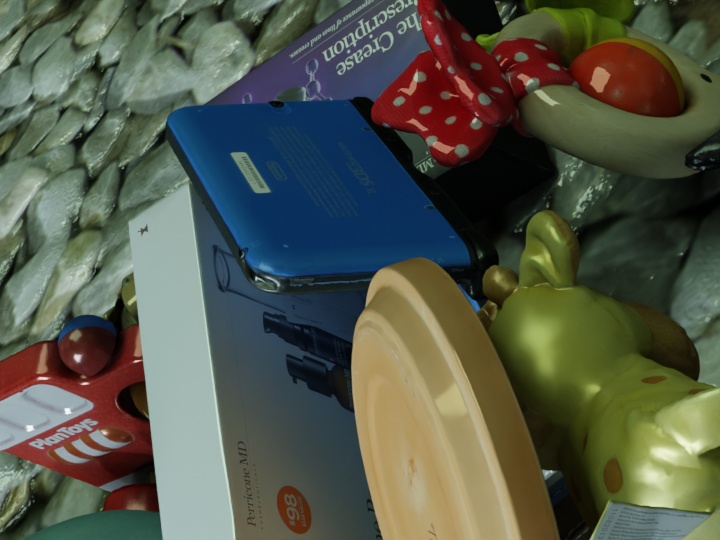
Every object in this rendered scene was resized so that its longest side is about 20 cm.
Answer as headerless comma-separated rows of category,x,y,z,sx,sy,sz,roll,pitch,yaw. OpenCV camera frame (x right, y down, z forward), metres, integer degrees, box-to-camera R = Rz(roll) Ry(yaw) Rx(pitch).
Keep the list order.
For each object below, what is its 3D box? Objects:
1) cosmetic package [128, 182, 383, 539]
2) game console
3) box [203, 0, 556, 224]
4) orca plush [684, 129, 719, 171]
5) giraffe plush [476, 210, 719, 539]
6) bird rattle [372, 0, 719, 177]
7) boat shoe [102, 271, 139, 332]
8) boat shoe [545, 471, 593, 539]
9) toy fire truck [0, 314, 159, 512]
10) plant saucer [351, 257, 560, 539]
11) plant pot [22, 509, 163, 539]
cosmetic package,-0.041,0.071,0.974,0.052,0.151,0.200,-31,54,31
game console,0.000,0.000,0.979,0.200,0.171,0.118,-125,36,-58
box,0.002,-0.077,1.165,0.200,0.079,0.141,-32,63,28
orca plush,0.205,0.009,0.870,0.200,0.105,0.071,52,139,42
giraffe plush,0.109,0.071,0.784,0.173,0.200,0.162,-50,46,7
bird rattle,0.113,-0.103,0.986,0.200,0.163,0.113,-33,-34,-63
boat shoe,-0.130,0.024,1.199,0.076,0.072,0.200,-35,-9,-12
boat shoe,0.087,0.164,0.876,0.200,0.072,0.072,-49,39,16
toy fire truck,-0.127,0.081,1.104,0.200,0.168,0.112,-24,53,41
plant saucer,0.035,0.095,0.785,0.032,0.200,0.200,-15,31,-12
plant pot,-0.118,0.203,0.994,0.200,0.200,0.135,-37,14,21
